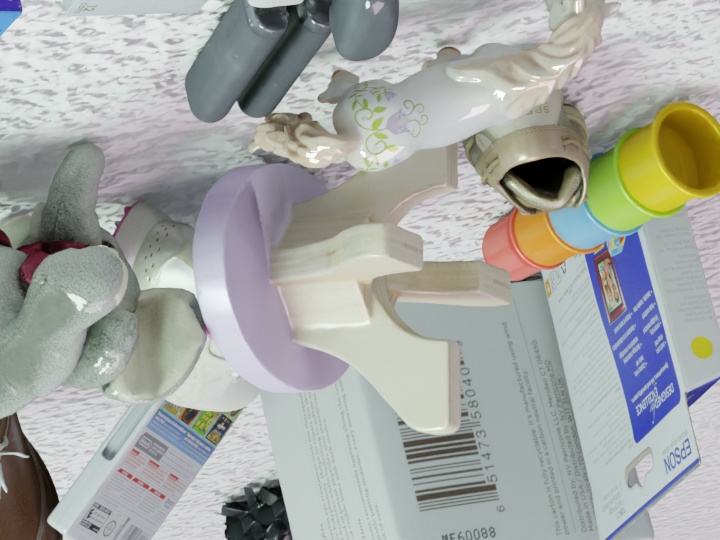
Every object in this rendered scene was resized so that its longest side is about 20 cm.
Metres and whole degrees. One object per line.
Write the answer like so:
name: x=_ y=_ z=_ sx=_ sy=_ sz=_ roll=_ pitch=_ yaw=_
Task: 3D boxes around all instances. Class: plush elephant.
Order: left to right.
plush elephant: x=-0.170 y=0.007 z=1.511 sx=0.164 sy=0.155 sz=0.201 roll=20 pitch=131 yaw=17

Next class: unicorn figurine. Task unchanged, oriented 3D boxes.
unicorn figurine: x=0.049 y=-0.094 z=1.449 sx=0.200 sy=0.074 sz=0.137 roll=-35 pitch=-170 yaw=-10

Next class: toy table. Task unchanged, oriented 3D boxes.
toy table: x=0.000 y=0.000 z=1.595 sx=0.117 sy=0.185 sz=0.200 roll=-4 pitch=-178 yaw=23

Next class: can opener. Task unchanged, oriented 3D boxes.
can opener: x=-0.032 y=-0.108 z=1.372 sx=0.053 sy=0.067 sz=0.200 roll=-7 pitch=161 yaw=-23

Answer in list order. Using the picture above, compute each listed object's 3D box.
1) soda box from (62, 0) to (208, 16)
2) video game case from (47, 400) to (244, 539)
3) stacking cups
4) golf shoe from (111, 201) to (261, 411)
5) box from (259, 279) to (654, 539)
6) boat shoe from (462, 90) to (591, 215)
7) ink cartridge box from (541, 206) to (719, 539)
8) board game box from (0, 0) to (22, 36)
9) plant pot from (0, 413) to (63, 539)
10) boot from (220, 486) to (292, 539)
soda box: x=-0.059 y=-0.174 z=1.153 sx=0.068 sy=0.064 sz=0.200 roll=-4 pitch=161 yaw=-32
video game case: x=-0.114 y=0.093 z=1.813 sx=0.200 sy=0.018 sz=0.143 roll=-54 pitch=161 yaw=-5
stacking cups: x=0.139 y=-0.041 z=1.738 sx=0.060 sy=0.061 sz=0.200 roll=-2 pitch=164 yaw=-36
golf shoe: x=-0.084 y=0.035 z=1.667 sx=0.091 sy=0.076 sz=0.200 roll=15 pitch=159 yaw=25
box: x=0.062 y=0.130 z=1.965 sx=0.199 sy=0.200 sz=0.171 roll=-6 pitch=161 yaw=-27
boat shoe: x=0.098 y=-0.061 z=1.624 sx=0.072 sy=0.065 sz=0.200 roll=-16 pitch=165 yaw=4
ink cartridge box: x=0.178 y=0.055 z=1.825 sx=0.047 sy=0.201 sz=0.198 roll=-9 pitch=162 yaw=-17
board game box: x=-0.223 y=-0.147 z=0.956 sx=0.199 sy=0.153 sz=0.045 roll=-2 pitch=159 yaw=-36
plant pot: x=-0.279 y=0.122 z=1.711 sx=0.200 sy=0.201 sz=0.198 roll=-11 pitch=154 yaw=-11
boot: x=-0.002 y=0.200 z=2.347 sx=0.198 sy=0.074 sz=0.162 roll=12 pitch=147 yaw=-41
